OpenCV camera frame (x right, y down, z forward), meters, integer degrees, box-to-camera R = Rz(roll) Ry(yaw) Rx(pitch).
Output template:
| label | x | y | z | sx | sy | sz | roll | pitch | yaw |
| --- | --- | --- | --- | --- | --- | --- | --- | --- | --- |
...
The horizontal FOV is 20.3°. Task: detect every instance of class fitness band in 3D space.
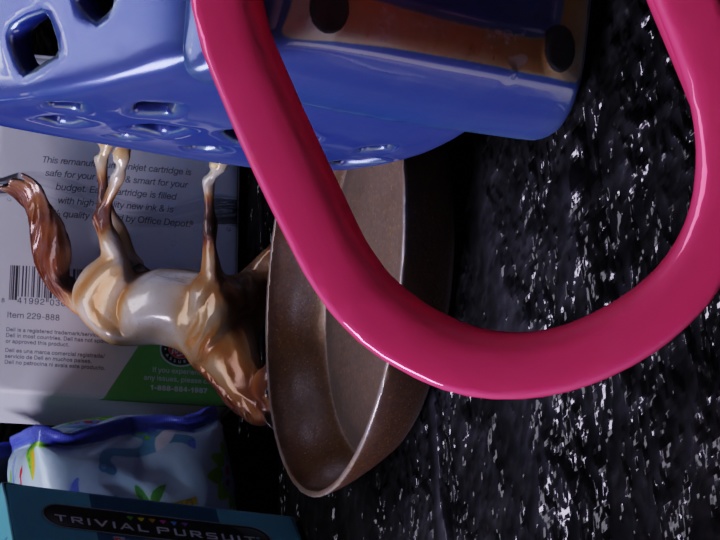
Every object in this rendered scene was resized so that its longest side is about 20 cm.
| label | x | y | z | sx | sy | sz | roll | pitch | yaw |
| --- | --- | --- | --- | --- | --- | --- | --- | --- | --- |
| fitness band | 0.032 | -0.062 | 0.586 | 0.201 | 0.143 | 0.037 | 65 | -172 | 2 |

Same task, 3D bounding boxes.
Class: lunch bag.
| label | x | y | z | sx | sy | sz | roll | pitch | yaw |
| --- | --- | --- | --- | --- | --- | --- | --- | --- | --- |
| lunch bag | -0.140 | 0.168 | 1.106 | 0.200 | 0.127 | 0.171 | 155 | 109 | -72 |

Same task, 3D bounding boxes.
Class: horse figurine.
| label | x | y | z | sx | sy | sz | roll | pitch | yaw |
| --- | --- | --- | --- | --- | --- | --- | --- | --- | --- |
| horse figurine | -0.105 | 0.000 | 1.075 | 0.199 | 0.050 | 0.133 | 11 | 98 | 28 |

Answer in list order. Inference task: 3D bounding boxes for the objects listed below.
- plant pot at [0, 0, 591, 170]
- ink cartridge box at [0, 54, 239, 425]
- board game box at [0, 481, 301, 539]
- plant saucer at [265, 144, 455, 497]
| label | x | y | z | sx | sy | sz | roll | pitch | yaw |
| --- | --- | --- | --- | --- | --- | --- | --- | --- | --- |
| plant pot | -0.023 | -0.141 | 0.718 | 0.179 | 0.199 | 0.201 | 5 | 90 | 47 |
| ink cartridge box | -0.148 | -0.014 | 1.173 | 0.084 | 0.145 | 0.201 | 133 | 140 | -68 |
| board game box | -0.084 | 0.174 | 0.906 | 0.200 | 0.150 | 0.047 | -120 | 43 | -62 |
| plant saucer | 0.000 | 0.000 | 0.890 | 0.200 | 0.034 | 0.202 | -175 | 90 | -73 |
